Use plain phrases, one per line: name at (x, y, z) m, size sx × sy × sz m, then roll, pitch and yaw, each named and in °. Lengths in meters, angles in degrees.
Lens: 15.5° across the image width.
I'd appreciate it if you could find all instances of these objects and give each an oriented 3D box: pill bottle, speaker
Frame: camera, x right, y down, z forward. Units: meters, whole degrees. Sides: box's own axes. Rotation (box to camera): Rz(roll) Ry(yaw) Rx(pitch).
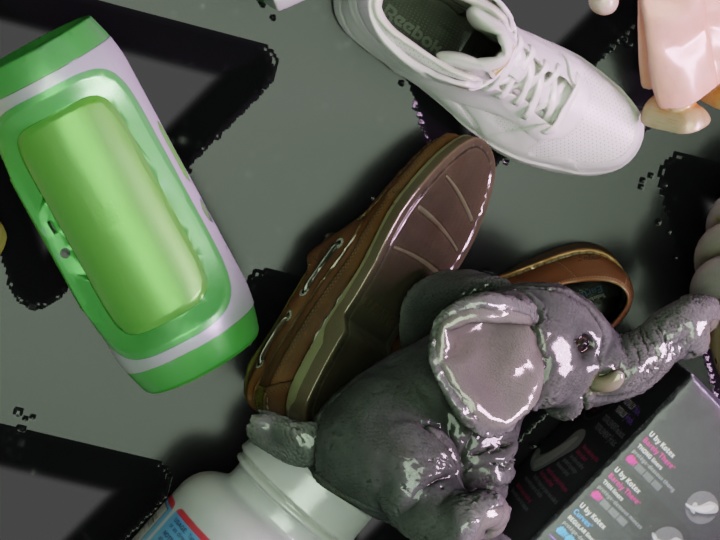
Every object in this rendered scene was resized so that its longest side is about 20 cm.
pill bottle at (-0.088, 0.187, 1.501) m, size 0.109 × 0.109 × 0.200 m, roll 41°, pitch 92°, yaw -11°
speaker at (-0.135, -0.036, 1.467) m, size 0.088 × 0.088 × 0.201 m, roll -28°, pitch 101°, yaw -2°

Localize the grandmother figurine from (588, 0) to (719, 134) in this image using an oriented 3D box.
grandmother figurine at (0.172, -0.177, 1.468) m, size 0.121 × 0.060 × 0.201 m, roll -33°, pitch 126°, yaw -35°

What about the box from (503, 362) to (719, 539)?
box at (0.142, 0.153, 1.516) m, size 0.106 × 0.122 × 0.200 m, roll 44°, pitch 92°, yaw -11°

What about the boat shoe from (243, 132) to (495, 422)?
boat shoe at (0.000, 0.000, 1.500) m, size 0.200 × 0.068 × 0.072 m, roll -56°, pitch 137°, yaw -14°

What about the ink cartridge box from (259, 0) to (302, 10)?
ink cartridge box at (0.024, -0.218, 1.435) m, size 0.199 × 0.146 × 0.084 m, roll -23°, pitch 100°, yaw -4°

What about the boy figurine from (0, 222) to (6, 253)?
boy figurine at (-0.260, -0.071, 1.457) m, size 0.124 × 0.064 × 0.200 m, roll -26°, pitch 105°, yaw 32°

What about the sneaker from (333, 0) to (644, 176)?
sneaker at (0.080, -0.107, 1.474) m, size 0.199 × 0.116 × 0.074 m, roll 27°, pitch 93°, yaw -11°

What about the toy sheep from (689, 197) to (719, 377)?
toy sheep at (0.259, -0.007, 1.508) m, size 0.138 × 0.138 × 0.200 m, roll 36°, pitch 63°, yaw -11°

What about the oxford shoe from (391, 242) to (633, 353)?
oxford shoe at (0.065, 0.044, 1.518) m, size 0.199 × 0.071 × 0.072 m, roll -28°, pitch 102°, yaw 0°

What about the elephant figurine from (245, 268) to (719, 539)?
elephant figurine at (0.072, 0.056, 1.439) m, size 0.155 × 0.141 × 0.200 m, roll 34°, pitch 86°, yaw -50°
